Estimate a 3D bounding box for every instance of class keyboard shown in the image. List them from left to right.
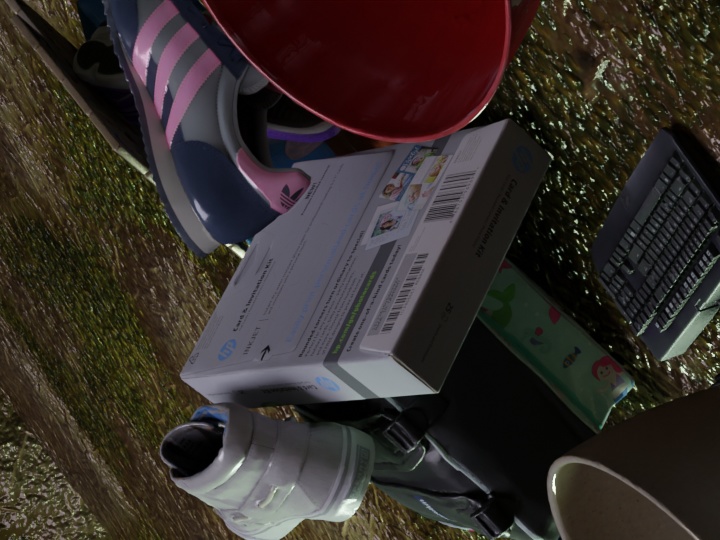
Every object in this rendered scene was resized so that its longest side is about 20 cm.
[{"bbox_3d":[0.172,0.009,1.398,0.127,0.021,0.200,50,164,11],"label":"keyboard"}]

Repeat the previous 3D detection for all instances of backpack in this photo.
[{"bbox_3d":[0.049,0.071,1.605,0.177,0.151,0.200,42,161,-14],"label":"backpack"}]

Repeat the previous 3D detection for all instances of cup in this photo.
[{"bbox_3d":[0.208,0.128,1.325,0.200,0.143,0.200,47,163,19],"label":"cup"}]

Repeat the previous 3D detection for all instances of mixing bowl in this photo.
[{"bbox_3d":[0.018,-0.170,1.249,0.200,0.108,0.201,28,139,28],"label":"mixing bowl"}]

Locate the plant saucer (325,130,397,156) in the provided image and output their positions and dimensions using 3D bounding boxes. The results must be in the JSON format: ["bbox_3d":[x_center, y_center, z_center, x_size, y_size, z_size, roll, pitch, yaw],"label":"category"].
[{"bbox_3d":[-0.010,-0.107,1.628,0.200,0.032,0.200,46,162,20],"label":"plant saucer"}]

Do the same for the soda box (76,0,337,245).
[{"bbox_3d":[-0.091,-0.100,1.694,0.200,0.064,0.068,48,164,23],"label":"soda box"}]

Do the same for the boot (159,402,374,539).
[{"bbox_3d":[-0.069,0.107,1.560,0.095,0.074,0.200,19,163,-17],"label":"boot"}]

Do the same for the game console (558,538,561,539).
[{"bbox_3d":[0.138,0.263,1.833,0.200,0.118,0.171,58,162,-16],"label":"game console"}]

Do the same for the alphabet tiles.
[{"bbox_3d":[-0.151,-0.096,1.657,0.200,0.008,0.167,49,-175,36],"label":"alphabet tiles"}]

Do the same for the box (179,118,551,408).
[{"bbox_3d":[0.000,0.000,1.512,0.041,0.156,0.200,41,152,-28],"label":"box"}]

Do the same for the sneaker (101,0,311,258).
[{"bbox_3d":[-0.084,-0.110,1.494,0.201,0.082,0.070,71,-166,15],"label":"sneaker"}]

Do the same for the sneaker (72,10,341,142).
[{"bbox_3d":[-0.075,-0.106,1.589,0.200,0.081,0.084,15,150,43],"label":"sneaker"}]
